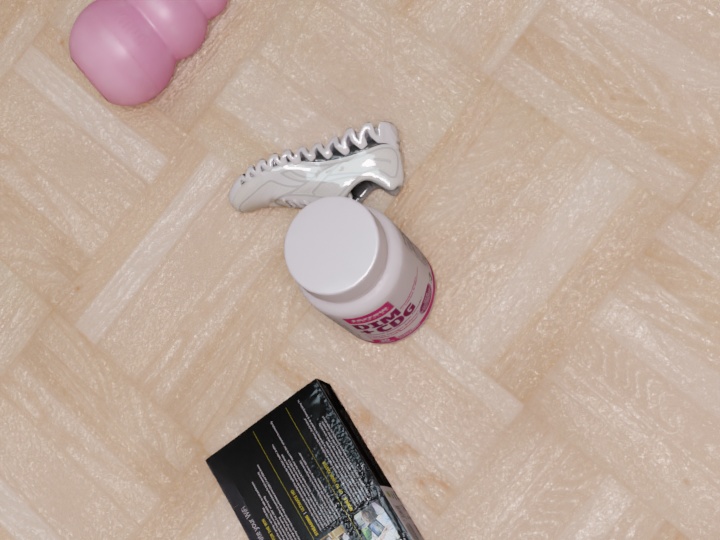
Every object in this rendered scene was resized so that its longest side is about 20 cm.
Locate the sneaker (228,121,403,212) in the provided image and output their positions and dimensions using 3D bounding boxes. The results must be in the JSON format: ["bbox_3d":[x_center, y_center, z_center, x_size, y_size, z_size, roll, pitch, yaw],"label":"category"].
[{"bbox_3d":[-0.047,-0.093,1.499,0.198,0.075,0.082,-18,81,13],"label":"sneaker"}]

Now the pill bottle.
[{"bbox_3d":[0.000,0.000,1.388,0.112,0.200,0.115,-4,75,16],"label":"pill bottle"}]

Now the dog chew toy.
[{"bbox_3d":[-0.229,-0.279,1.577,0.200,0.125,0.125,-41,68,-5],"label":"dog chew toy"}]

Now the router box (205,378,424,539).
[{"bbox_3d":[-0.047,0.234,1.423,0.149,0.051,0.201,-35,69,8],"label":"router box"}]
